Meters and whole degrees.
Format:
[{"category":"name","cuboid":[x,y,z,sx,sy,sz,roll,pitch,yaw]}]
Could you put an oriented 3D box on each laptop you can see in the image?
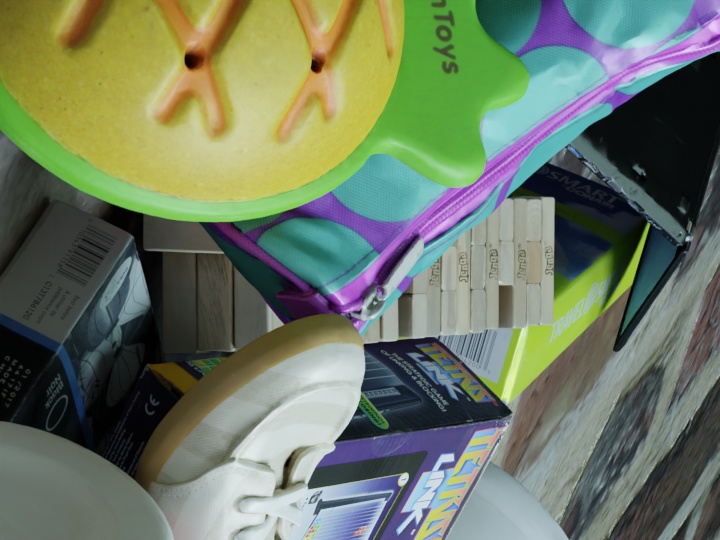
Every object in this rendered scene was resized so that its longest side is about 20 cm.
[{"category":"laptop","cuboid":[0.116,-0.093,1.260,0.200,0.103,0.178,38,58,-34]}]

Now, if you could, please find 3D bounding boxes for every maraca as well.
[{"category":"maraca","cuboid":[-0.035,-0.081,0.855,0.107,0.199,0.138,-26,-111,56]}]

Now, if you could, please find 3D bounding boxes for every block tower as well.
[{"category":"block tower","cuboid":[0.000,0.000,1.079,0.199,0.054,0.058,-1,91,-54]}]

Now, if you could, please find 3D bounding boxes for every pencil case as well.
[{"category":"pencil case","cuboid":[0.036,-0.055,0.947,0.200,0.092,0.085,-39,145,-12]}]

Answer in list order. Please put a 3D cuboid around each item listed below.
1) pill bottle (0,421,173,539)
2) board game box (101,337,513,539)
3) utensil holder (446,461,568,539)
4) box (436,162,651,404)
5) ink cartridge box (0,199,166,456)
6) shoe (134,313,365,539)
[{"category":"pill bottle","cuboid":[-0.133,0.158,0.896,0.112,0.112,0.201,-36,147,-60]},{"category":"board game box","cuboid":[-0.049,0.123,1.075,0.165,0.057,0.201,-5,129,-51]},{"category":"utensil holder","cuboid":[-0.006,0.202,1.358,0.200,0.169,0.171,-45,155,-43]},{"category":"box","cuboid":[0.056,-0.011,1.315,0.200,0.121,0.048,-36,146,-60]},{"category":"ink cartridge box","cuboid":[-0.110,0.066,1.047,0.100,0.039,0.200,-59,164,-22]},{"category":"shoe","cuboid":[-0.049,0.092,0.930,0.070,0.053,0.200,-11,146,-47]}]
